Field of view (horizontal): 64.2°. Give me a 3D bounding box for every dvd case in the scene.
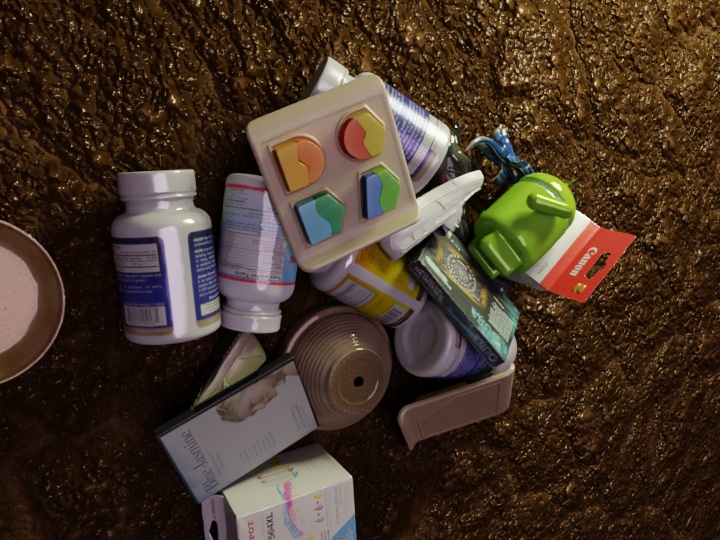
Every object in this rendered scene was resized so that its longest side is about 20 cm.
[{"bbox_3d":[-0.159,0.213,0.775,0.199,0.018,0.144,-28,126,-20],"label":"dvd case"}]

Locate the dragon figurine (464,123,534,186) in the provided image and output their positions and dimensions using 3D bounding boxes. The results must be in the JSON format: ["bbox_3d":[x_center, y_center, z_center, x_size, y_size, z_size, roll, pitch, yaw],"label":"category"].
[{"bbox_3d":[0.237,-0.181,0.947,0.100,0.059,0.200,60,25,6],"label":"dragon figurine"}]

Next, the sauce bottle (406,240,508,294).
[{"bbox_3d":[0.170,0.003,0.974,0.199,0.065,0.065,25,86,-29],"label":"sauce bottle"}]

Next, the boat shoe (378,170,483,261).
[{"bbox_3d":[0.110,-0.081,0.839,0.199,0.072,0.069,-32,95,-27],"label":"boat shoe"}]

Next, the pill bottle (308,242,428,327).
[{"bbox_3d":[0.000,0.000,0.853,0.199,0.109,0.110,31,83,-30],"label":"pill bottle"}]

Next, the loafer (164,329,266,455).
[{"bbox_3d":[-0.196,0.174,0.791,0.068,0.076,0.201,37,79,-22],"label":"loafer"}]

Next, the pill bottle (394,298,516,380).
[{"bbox_3d":[0.163,0.119,0.943,0.199,0.119,0.121,14,91,-40],"label":"pill bottle"}]

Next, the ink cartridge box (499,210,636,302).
[{"bbox_3d":[0.332,-0.041,0.979,0.161,0.199,0.050,-46,124,-15],"label":"ink cartridge box"}]

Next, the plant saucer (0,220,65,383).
[{"bbox_3d":[-0.447,0.035,0.651,0.199,0.035,0.202,-6,101,-29],"label":"plant saucer"}]

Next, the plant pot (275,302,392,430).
[{"bbox_3d":[-0.023,0.156,0.876,0.199,0.092,0.203,-5,101,-30],"label":"plant pot"}]

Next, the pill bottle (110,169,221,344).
[{"bbox_3d":[-0.241,-0.021,0.710,0.119,0.119,0.202,-8,102,-28],"label":"pill bottle"}]

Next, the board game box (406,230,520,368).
[{"bbox_3d":[0.162,0.032,0.873,0.200,0.028,0.135,49,37,-6],"label":"board game box"}]

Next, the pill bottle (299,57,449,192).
[{"bbox_3d":[0.015,-0.203,0.809,0.199,0.120,0.120,29,83,-20],"label":"pill bottle"}]

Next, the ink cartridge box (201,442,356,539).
[{"bbox_3d":[-0.122,0.359,0.833,0.199,0.125,0.130,-10,103,-28],"label":"ink cartridge box"}]

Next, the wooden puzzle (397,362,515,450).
[{"bbox_3d":[0.157,0.221,0.941,0.199,0.037,0.185,-23,148,-2],"label":"wooden puzzle"}]

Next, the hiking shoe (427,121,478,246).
[{"bbox_3d":[0.160,-0.137,0.940,0.100,0.076,0.202,-23,108,-20],"label":"hiking shoe"}]

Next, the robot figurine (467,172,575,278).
[{"bbox_3d":[0.266,-0.077,0.933,0.200,0.175,0.116,-42,95,-16],"label":"robot figurine"}]

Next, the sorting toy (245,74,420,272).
[{"bbox_3d":[-0.025,-0.119,0.722,0.184,0.036,0.201,-26,111,-13],"label":"sorting toy"}]

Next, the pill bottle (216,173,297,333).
[{"bbox_3d":[-0.137,-0.023,0.773,0.108,0.109,0.202,5,96,-30],"label":"pill bottle"}]
